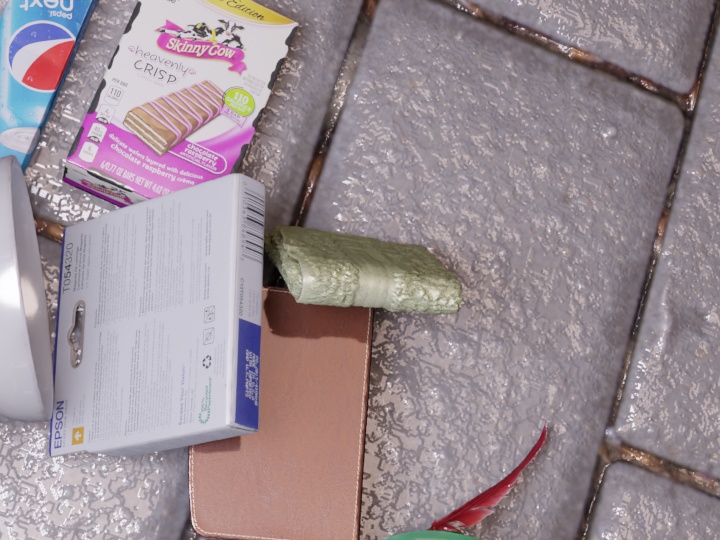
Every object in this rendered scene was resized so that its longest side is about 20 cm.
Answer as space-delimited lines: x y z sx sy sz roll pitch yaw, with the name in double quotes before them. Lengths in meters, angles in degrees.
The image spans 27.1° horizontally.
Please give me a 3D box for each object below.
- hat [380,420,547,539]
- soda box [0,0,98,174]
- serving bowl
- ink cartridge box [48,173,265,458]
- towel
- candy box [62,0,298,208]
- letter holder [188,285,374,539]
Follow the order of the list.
"hat" 0.059 0.234 1.257 0.197 0.177 0.167 7 118 -9
"soda box" -0.275 -0.168 1.233 0.064 0.068 0.202 21 73 -10
"serving bowl" -0.278 0.017 1.127 0.065 0.200 0.203 -7 80 -8
"ink cartridge box" -0.159 0.041 1.171 0.043 0.198 0.199 20 63 -47
"towel" 0.000 0.000 1.211 0.147 0.200 0.037 7 99 -12
"candy box" -0.151 -0.144 1.266 0.135 0.061 0.202 23 72 -9
"letter holder" -0.073 0.122 1.210 0.140 0.101 0.203 7 76 -12
